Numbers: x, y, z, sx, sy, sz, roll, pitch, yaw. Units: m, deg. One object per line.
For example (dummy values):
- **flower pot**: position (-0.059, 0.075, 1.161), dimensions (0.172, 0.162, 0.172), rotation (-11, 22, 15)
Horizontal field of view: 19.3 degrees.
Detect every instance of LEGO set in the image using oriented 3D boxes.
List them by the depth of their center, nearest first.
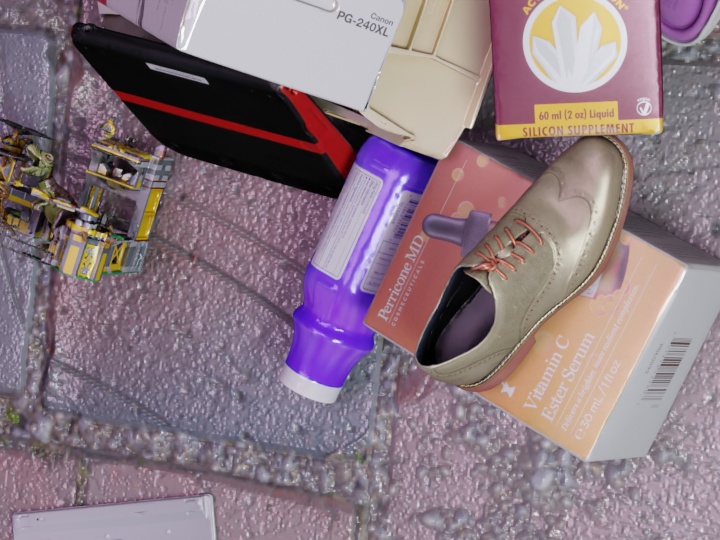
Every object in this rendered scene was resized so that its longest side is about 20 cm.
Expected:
- **LEGO set**: position (-0.244, -0.075, 1.664), dimensions (0.200, 0.154, 0.116), rotation (21, 98, 25)

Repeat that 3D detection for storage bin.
- **storage bin**: position (0.020, -0.199, 1.495), dimensions (0.200, 0.094, 0.199), rotation (29, 101, 60)

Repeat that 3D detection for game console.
- **game console**: position (-0.101, -0.120, 1.571), dimensions (0.200, 0.177, 0.031), rotation (16, 70, 29)

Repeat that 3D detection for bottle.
- **bottle**: position (0.000, 0.000, 1.559), dimensions (0.065, 0.084, 0.200), rotation (30, 103, 27)

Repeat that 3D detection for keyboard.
- **keyboard**: position (-0.201, 0.216, 1.706), dimensions (0.200, 0.011, 0.056), rotation (-9, 89, 29)

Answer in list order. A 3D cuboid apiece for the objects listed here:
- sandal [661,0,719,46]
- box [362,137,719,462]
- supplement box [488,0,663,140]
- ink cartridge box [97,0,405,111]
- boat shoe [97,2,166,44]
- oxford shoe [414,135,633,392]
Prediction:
- **sandal**: position (0.223, -0.224, 1.401), dimensions (0.082, 0.050, 0.203), rotation (28, 141, 24)
- **box**: position (0.131, 0.019, 1.470), dimensions (0.200, 0.106, 0.152), rotation (30, 103, 27)
- **supplement box**: position (0.138, -0.192, 1.368), dimensions (0.110, 0.086, 0.200), rotation (-2, 108, 8)
- **ink cartridge box**: position (-0.080, -0.183, 1.413), dimensions (0.200, 0.145, 0.083), rotation (37, 109, 61)
- **boat shoe**: position (-0.141, -0.179, 1.626), dimensions (0.202, 0.072, 0.060), rotation (18, 115, 56)
- **oxford shoe**: position (0.107, -0.005, 1.379), dimensions (0.070, 0.075, 0.200), rotation (37, 102, 28)
